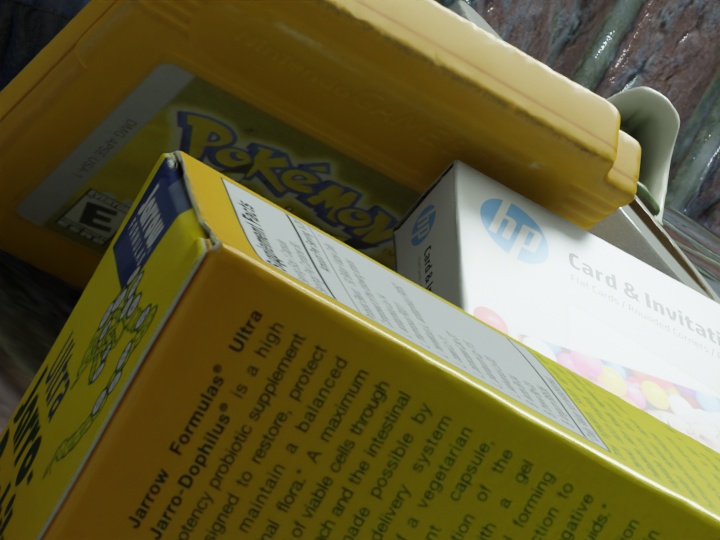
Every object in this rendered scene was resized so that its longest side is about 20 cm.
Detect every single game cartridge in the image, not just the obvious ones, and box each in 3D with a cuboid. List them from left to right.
[{"bbox_3d":[-0.028,-0.033,0.930,0.176,0.033,0.200,27,-35,-21],"label":"game cartridge"}]

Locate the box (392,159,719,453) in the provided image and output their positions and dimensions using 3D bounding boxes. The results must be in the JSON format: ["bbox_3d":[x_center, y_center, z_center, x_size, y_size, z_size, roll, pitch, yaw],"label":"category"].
[{"bbox_3d":[0.084,0.074,0.832,0.155,0.041,0.200,28,34,-22],"label":"box"}]

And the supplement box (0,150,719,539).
[{"bbox_3d":[0.018,0.073,0.638,0.199,0.110,0.109,29,7,-14],"label":"supplement box"}]

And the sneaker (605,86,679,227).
[{"bbox_3d":[0.087,-0.013,1.199,0.067,0.090,0.200,41,40,-10],"label":"sneaker"}]

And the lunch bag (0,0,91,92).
[{"bbox_3d":[-0.081,-0.111,1.061,0.132,0.136,0.201,13,49,-11],"label":"lunch bag"}]

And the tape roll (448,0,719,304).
[{"bbox_3d":[0.089,-0.019,1.062,0.203,0.037,0.203,50,8,-9],"label":"tape roll"}]
